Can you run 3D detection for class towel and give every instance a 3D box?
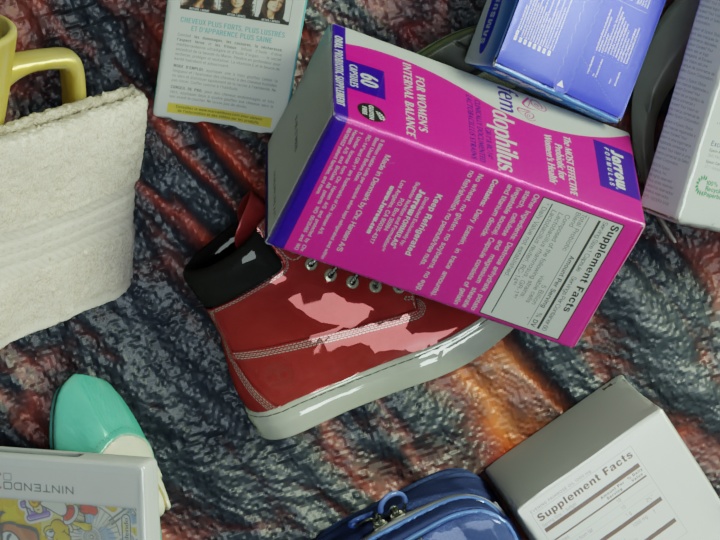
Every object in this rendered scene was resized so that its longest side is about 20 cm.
[{"bbox_3d":[-0.194,-0.027,1.583,0.034,0.200,0.133,24,119,30],"label":"towel"}]

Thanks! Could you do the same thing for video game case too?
[{"bbox_3d":[-0.205,0.207,1.662,0.181,0.023,0.201,3,101,21],"label":"video game case"}]

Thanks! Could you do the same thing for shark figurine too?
[{"bbox_3d":[0.212,-0.136,1.669,0.128,0.090,0.215,37,91,-11],"label":"shark figurine"}]

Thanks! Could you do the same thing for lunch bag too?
[{"bbox_3d":[0.056,0.222,1.685,0.135,0.132,0.201,-28,103,-2],"label":"lunch bag"}]

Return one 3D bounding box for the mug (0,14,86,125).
[{"bbox_3d":[-0.256,-0.067,1.591,0.185,0.150,0.154,2,108,-1],"label":"mug"}]

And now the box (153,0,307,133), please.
[{"bbox_3d":[-0.069,-0.176,1.590,0.082,0.049,0.201,8,130,-4],"label":"box"}]

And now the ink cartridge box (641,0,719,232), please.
[{"bbox_3d":[0.269,-0.115,1.652,0.196,0.043,0.201,10,99,-44],"label":"ink cartridge box"}]

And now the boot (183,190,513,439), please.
[{"bbox_3d":[0.000,0.000,1.663,0.199,0.072,0.145,-24,110,0],"label":"boot"}]

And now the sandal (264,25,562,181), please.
[{"bbox_3d":[0.031,-0.097,1.668,0.200,0.057,0.080,-24,113,12],"label":"sandal"}]

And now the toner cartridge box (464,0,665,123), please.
[{"bbox_3d":[0.142,-0.198,1.619,0.095,0.043,0.201,22,88,-24],"label":"toner cartridge box"}]

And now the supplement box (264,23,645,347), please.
[{"bbox_3d":[0.054,-0.048,1.600,0.199,0.101,0.104,20,123,-16],"label":"supplement box"}]

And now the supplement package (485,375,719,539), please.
[{"bbox_3d":[0.182,0.184,1.705,0.109,0.114,0.201,-35,101,-2],"label":"supplement package"}]

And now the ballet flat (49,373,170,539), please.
[{"bbox_3d":[-0.142,0.161,1.676,0.067,0.070,0.201,-17,107,-43],"label":"ballet flat"}]
